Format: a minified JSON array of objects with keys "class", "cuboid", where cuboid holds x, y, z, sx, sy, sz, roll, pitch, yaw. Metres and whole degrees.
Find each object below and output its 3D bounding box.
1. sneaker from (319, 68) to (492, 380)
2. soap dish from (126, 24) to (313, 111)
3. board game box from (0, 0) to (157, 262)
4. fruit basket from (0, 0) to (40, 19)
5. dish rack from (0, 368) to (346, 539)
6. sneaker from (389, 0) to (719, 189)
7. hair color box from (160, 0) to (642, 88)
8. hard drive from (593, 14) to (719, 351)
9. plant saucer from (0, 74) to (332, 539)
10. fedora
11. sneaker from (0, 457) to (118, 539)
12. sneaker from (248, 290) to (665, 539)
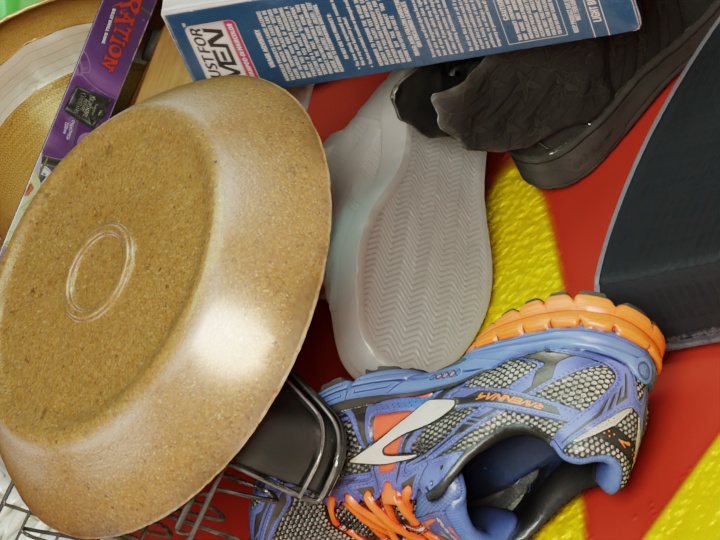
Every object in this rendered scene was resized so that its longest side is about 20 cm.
[{"class":"sneaker","cuboid":[0.000,0.000,1.282,0.115,0.074,0.201,-39,26,36]},{"class":"soap dish","cuboid":[-0.096,-0.008,1.299,0.158,0.081,0.200,-76,11,-47]},{"class":"board game box","cuboid":[-0.137,-0.051,1.290,0.120,0.032,0.201,146,146,-71]},{"class":"fruit basket","cuboid":[-0.161,-0.097,1.598,0.215,0.155,0.217,-3,85,36]},{"class":"dish rack","cuboid":[-0.099,0.112,1.146,0.153,0.054,0.201,42,108,52]},{"class":"sneaker","cuboid":[0.099,-0.116,1.264,0.060,0.104,0.200,20,64,45]},{"class":"hair color box","cuboid":[0.019,-0.143,1.210,0.199,0.061,0.100,-8,50,14]},{"class":"hard drive","cuboid":[0.174,-0.054,1.145,0.134,0.042,0.201,-13,37,44]},{"class":"plant saucer","cuboid":[-0.093,0.006,1.119,0.200,0.035,0.201,-28,49,37]},{"class":"fedora","cuboid":[-0.137,-0.049,1.425,0.200,0.201,0.082,-36,50,9]},{"class":"sneaker","cuboid":[-0.161,0.125,1.275,0.076,0.081,0.200,-45,29,-15]},{"class":"sneaker","cuboid":[0.031,0.079,1.099,0.199,0.075,0.079,-31,37,32]}]
